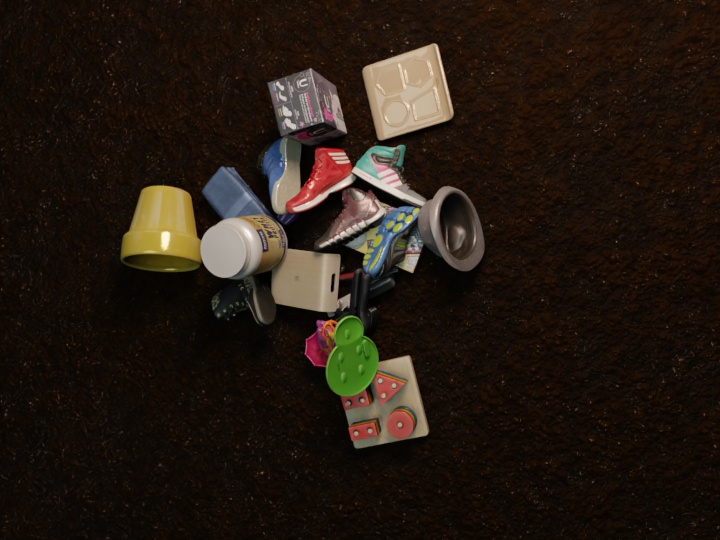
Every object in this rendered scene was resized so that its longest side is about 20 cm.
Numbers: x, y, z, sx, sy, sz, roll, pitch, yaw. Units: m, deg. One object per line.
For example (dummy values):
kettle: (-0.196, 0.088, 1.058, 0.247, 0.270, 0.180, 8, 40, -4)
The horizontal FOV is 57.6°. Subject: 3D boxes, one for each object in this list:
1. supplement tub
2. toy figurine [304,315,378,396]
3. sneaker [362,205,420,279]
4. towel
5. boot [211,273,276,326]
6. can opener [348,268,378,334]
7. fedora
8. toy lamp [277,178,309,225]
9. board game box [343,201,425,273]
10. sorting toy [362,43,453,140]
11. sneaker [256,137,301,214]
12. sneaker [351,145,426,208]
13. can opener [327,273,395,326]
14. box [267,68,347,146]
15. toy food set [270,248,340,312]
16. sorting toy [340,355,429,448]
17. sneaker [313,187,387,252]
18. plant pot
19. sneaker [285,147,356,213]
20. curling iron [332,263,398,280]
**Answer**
supplement tub: (-0.278, -0.057, 1.577, 0.143, 0.200, 0.146, 3, 99, 20)
toy figurine: (-0.071, 0.183, 1.603, 0.184, 0.149, 0.201, 20, 123, 53)
sneaker: (0.079, -0.068, 1.568, 0.071, 0.083, 0.200, 29, 85, 38)
towel: (-0.319, -0.167, 1.710, 0.112, 0.049, 0.200, -43, 84, 17)
boot: (-0.300, 0.092, 1.677, 0.153, 0.073, 0.204, -38, 47, 17)
can opener: (-0.002, 0.079, 1.590, 0.063, 0.079, 0.201, 22, 133, 30)
fedora: (0.201, -0.094, 1.540, 0.090, 0.177, 0.201, -6, 121, 46)
toy lamp: (-0.141, -0.203, 1.658, 0.058, 0.058, 0.200, 39, 100, 10)
board game box: (0.066, -0.092, 1.620, 0.199, 0.035, 0.136, 23, 99, 13)
sorting toy: (0.115, -0.430, 1.592, 0.199, 0.036, 0.186, -14, 89, 20)
sneaker: (-0.210, -0.234, 1.642, 0.111, 0.076, 0.202, -4, 78, 45)
sneaker: (0.091, -0.239, 1.585, 0.199, 0.084, 0.121, 28, 93, -3)
can opener: (0.002, 0.068, 1.646, 0.199, 0.053, 0.067, -32, 119, 16)
box: (-0.120, -0.383, 1.567, 0.114, 0.200, 0.133, -15, 90, 16)
toy food set: (-0.144, 0.020, 1.662, 0.199, 0.060, 0.145, 7, 96, 31)
sorting toy: (0.049, 0.334, 1.631, 0.197, 0.070, 0.201, -15, 89, 15)
sneaker: (-0.041, -0.132, 1.599, 0.199, 0.076, 0.116, -27, 80, 5)
plant pot: (-0.511, -0.109, 1.701, 0.199, 0.201, 0.190, -4, 76, 15)
sneaker: (-0.113, -0.229, 1.584, 0.199, 0.078, 0.116, -34, 117, -21)
curling iron: (0.000, 0.000, 1.631, 0.199, 0.026, 0.050, -1, 89, 26)
